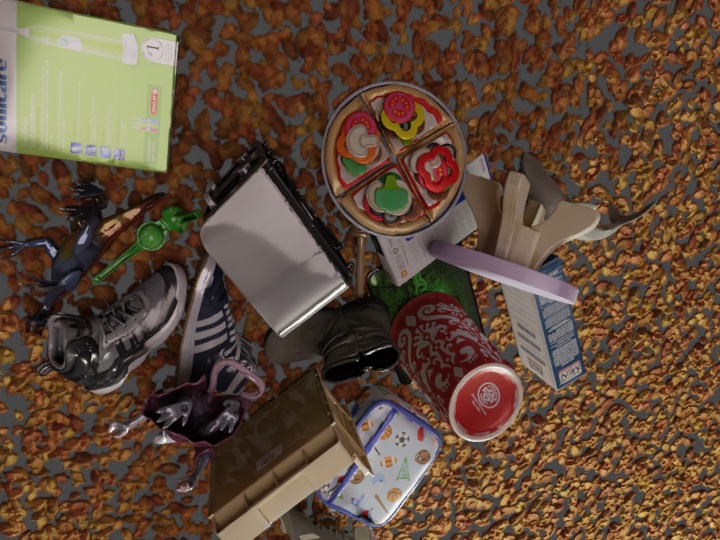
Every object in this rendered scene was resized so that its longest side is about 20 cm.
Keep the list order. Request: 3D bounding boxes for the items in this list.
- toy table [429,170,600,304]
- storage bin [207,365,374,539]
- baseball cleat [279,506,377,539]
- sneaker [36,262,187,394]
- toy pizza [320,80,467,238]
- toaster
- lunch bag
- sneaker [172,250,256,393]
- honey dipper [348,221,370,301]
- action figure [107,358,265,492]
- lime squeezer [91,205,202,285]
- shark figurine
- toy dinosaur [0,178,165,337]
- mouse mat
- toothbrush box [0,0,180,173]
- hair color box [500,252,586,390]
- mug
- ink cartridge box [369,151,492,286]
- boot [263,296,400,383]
[{"bbox_3d":[0.195,-0.045,0.762,0.195,0.183,0.121,21,91,16],"label":"toy table"},{"bbox_3d":[-0.099,0.259,0.803,0.197,0.199,0.095,-35,110,-2],"label":"storage bin"},{"bbox_3d":[-0.037,0.409,0.898,0.199,0.070,0.107,40,88,21],"label":"baseball cleat"},{"bbox_3d":[-0.302,0.066,0.720,0.201,0.076,0.113,-48,150,7],"label":"sneaker"},{"bbox_3d":[0.046,-0.145,0.759,0.192,0.032,0.208,1,86,-7],"label":"toy pizza"},{"bbox_3d":[-0.100,-0.040,0.715,0.117,0.181,0.202,-36,113,2],"label":"toaster"},{"bbox_3d":[0.018,0.290,0.916,0.158,0.076,0.203,34,95,-21],"label":"lunch bag"},{"bbox_3d":[-0.179,0.074,0.785,0.105,0.070,0.206,12,111,-14],"label":"sneaker"},{"bbox_3d":[0.000,0.000,0.837,0.037,0.038,0.207,-5,113,-14],"label":"honey dipper"},{"bbox_3d":[-0.227,0.185,0.766,0.133,0.200,0.150,40,61,-6],"label":"action figure"},{"bbox_3d":[-0.251,-0.040,0.733,0.196,0.072,0.038,-26,131,26],"label":"lime squeezer"},{"bbox_3d":[0.325,-0.082,0.854,0.208,0.089,0.132,19,72,-15],"label":"shark figurine"},{"bbox_3d":[-0.340,-0.002,0.709,0.194,0.106,0.185,2,128,-29],"label":"toy dinosaur"},{"bbox_3d":[0.104,0.063,0.902,0.157,0.008,0.205,-23,114,-8],"label":"mouse mat"},{"bbox_3d":[-0.303,-0.200,0.649,0.193,0.086,0.151,4,107,-18],"label":"toothbrush box"},{"bbox_3d":[0.272,0.067,0.901,0.059,0.100,0.205,-24,113,-10],"label":"hair color box"},{"bbox_3d":[0.148,0.135,0.826,0.172,0.200,0.137,17,103,-21],"label":"mug"},{"bbox_3d":[0.105,-0.075,0.825,0.197,0.037,0.097,-34,121,-13],"label":"ink cartridge box"},{"bbox_3d":[-0.046,0.102,0.789,0.194,0.132,0.070,-18,114,6],"label":"boot"}]
